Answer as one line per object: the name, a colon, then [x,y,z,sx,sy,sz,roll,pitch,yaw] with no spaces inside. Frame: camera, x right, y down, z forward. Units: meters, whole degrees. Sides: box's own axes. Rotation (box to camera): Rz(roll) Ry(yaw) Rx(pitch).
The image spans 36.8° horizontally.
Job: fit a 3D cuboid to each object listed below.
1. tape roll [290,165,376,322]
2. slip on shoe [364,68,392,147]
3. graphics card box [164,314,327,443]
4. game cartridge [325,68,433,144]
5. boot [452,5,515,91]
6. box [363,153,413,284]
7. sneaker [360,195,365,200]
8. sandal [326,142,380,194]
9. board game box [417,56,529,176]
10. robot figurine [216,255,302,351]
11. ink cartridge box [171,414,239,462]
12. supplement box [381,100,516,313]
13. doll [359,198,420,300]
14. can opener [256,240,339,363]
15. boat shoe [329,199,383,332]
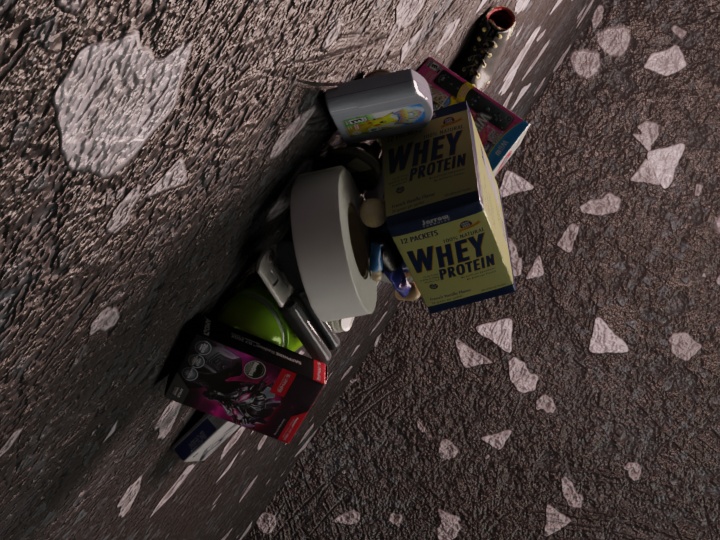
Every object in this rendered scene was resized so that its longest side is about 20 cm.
tape roll: [-0.035,-0.035,1.484,0.069,0.206,0.202,-11,180,12]
slip on shoe: [0.035,-0.240,1.553,0.073,0.062,0.200,-10,162,7]
graphics card box: [-0.159,0.152,1.501,0.126,0.197,0.051,-57,-163,30]
game cartridge: [0.030,-0.212,1.424,0.131,0.041,0.200,-15,173,5]
boot: [0.206,-0.373,1.952,0.204,0.073,0.155,-53,170,-41]
box: [0.100,-0.104,1.838,0.200,0.168,0.203,116,-15,-51]
sneaker: [-0.048,-0.034,1.684,0.078,0.089,0.204,1,110,-42]
sandal: [-0.006,-0.156,1.566,0.058,0.079,0.201,-56,-175,-4]
board game box: [0.148,-0.228,1.730,0.148,0.199,0.065,-50,171,-27]
robot figurine: [-0.131,0.071,1.582,0.199,0.115,0.178,-34,148,-49]
ink cartridge box: [-0.230,0.260,1.927,0.199,0.041,0.200,-43,171,0]
supplement box: [0.124,-0.089,1.542,0.201,0.132,0.202,60,20,-46]
doll: [0.041,-0.040,1.549,0.201,0.048,0.139,55,39,-54]
can opener: [-0.082,0.048,1.501,0.053,0.066,0.202,-53,131,-33]
boat shoe: [0.000,0.000,1.607,0.071,0.068,0.204,-4,108,-67]
